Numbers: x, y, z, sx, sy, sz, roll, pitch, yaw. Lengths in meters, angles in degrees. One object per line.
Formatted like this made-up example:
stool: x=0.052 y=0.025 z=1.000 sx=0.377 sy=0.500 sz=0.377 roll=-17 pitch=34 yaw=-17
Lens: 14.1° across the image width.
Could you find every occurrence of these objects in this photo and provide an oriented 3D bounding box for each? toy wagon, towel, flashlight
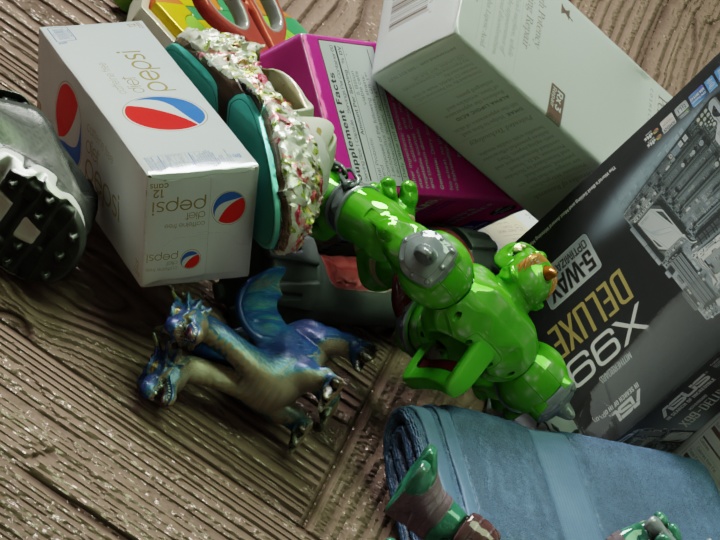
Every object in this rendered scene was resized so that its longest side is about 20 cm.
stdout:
toy wagon: x=-0.066 y=-0.136 z=1.886 sx=0.200 sy=0.040 sz=0.155 roll=0 pitch=42 yaw=-53
towel: x=0.108 y=0.133 z=1.569 sx=0.199 sy=0.049 sz=0.112 roll=12 pitch=41 yaw=-25
flashlight: x=0.000 y=0.000 z=1.684 sx=0.200 sy=0.068 sz=0.068 roll=7 pitch=37 yaw=-49

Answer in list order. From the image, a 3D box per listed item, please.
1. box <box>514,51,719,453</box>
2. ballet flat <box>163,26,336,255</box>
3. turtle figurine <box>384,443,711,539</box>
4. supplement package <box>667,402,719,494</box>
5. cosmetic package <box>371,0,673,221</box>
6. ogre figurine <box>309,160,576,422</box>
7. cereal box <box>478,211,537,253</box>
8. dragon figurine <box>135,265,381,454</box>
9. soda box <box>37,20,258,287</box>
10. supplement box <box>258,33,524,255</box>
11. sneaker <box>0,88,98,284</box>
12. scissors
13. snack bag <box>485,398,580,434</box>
box: x=0.185 y=-0.005 z=1.659 sx=0.050 sy=0.200 sz=0.158 roll=23 pitch=34 yaw=-43
ballet flat: x=-0.050 y=-0.077 z=1.580 sx=0.064 sy=0.076 sz=0.200 roll=-5 pitch=35 yaw=-22
turtle figurine: x=0.097 y=0.175 z=1.442 sx=0.199 sy=0.101 sz=0.150 roll=29 pitch=28 yaw=-4
supplement package: x=0.286 y=0.148 z=1.700 sx=0.200 sy=0.111 sz=0.156 roll=10 pitch=39 yaw=-55
cosmetic package: x=0.100 y=-0.109 z=1.739 sx=0.200 sy=0.074 sz=0.102 roll=36 pitch=46 yaw=-33
ogre figurine: x=0.052 y=0.023 z=1.604 sx=0.120 sy=0.098 sz=0.201 roll=29 pitch=-35 yaw=60
cereal box: x=0.121 y=0.003 z=1.874 sx=0.200 sy=0.040 sz=0.144 roll=47 pitch=25 yaw=25
dragon figurine: x=-0.049 y=0.038 z=1.558 sx=0.099 sy=0.059 sz=0.200 roll=38 pitch=25 yaw=6
soda box: x=-0.120 y=-0.067 z=1.588 sx=0.063 sy=0.068 sz=0.200 roll=-6 pitch=29 yaw=-21
supplement box: x=0.003 y=-0.072 z=1.742 sx=0.200 sy=0.101 sz=0.104 roll=3 pitch=68 yaw=-51
sneaker: x=-0.217 y=-0.074 z=1.543 sx=0.200 sy=0.067 sz=0.091 roll=40 pitch=21 yaw=0
scissors: x=-0.041 y=-0.112 z=1.811 sx=0.200 sy=0.014 sz=0.073 roll=56 pitch=33 yaw=-4
snack bag: x=0.147 y=0.141 z=1.675 sx=0.200 sy=0.021 sz=0.189 roll=33 pitch=24 yaw=-5
